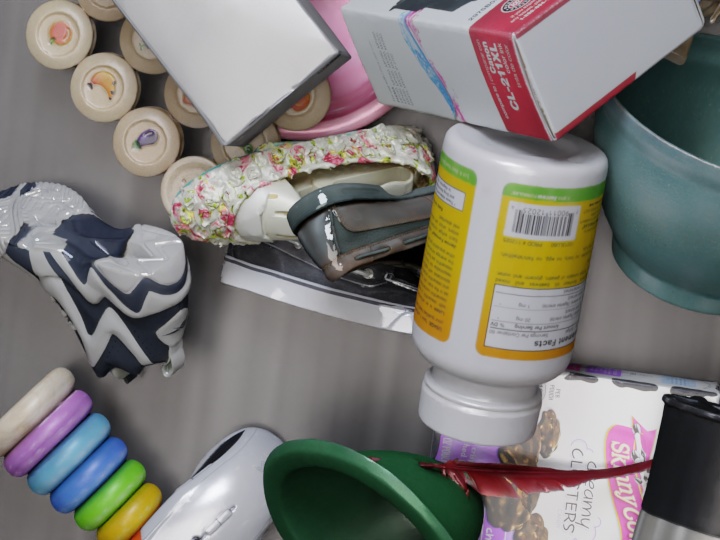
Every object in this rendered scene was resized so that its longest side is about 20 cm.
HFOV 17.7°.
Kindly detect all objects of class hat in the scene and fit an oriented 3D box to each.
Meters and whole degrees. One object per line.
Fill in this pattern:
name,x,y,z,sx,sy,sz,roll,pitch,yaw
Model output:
hat,0.059,0.142,1.602,0.200,0.166,0.176,44,55,1

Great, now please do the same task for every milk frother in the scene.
milk frother,0.275,0.198,1.511,0.179,0.200,0.189,13,93,-19

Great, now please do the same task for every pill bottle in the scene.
pill bottle,0.094,0.009,1.545,0.110,0.111,0.201,11,108,6

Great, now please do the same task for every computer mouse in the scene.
computer mouse,-0.117,0.188,1.647,0.110,0.044,0.200,46,66,-8

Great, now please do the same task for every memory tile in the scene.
memory tile,-0.130,-0.145,1.642,0.153,0.017,0.200,-42,88,7

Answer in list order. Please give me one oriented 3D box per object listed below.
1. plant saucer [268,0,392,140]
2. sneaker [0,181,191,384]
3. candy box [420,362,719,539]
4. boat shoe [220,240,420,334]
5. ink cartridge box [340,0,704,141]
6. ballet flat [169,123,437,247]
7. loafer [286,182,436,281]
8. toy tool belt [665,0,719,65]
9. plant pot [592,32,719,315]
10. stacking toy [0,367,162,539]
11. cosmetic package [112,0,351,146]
plant saucer,-0.039,-0.194,1.662,0.199,0.051,0.202,0,93,6
sneaker,-0.198,0.019,1.677,0.198,0.079,0.130,15,128,30
candy box,0.148,0.152,1.645,0.198,0.072,0.169,7,94,7
boat shoe,0.000,0.000,1.660,0.199,0.072,0.068,15,96,13
ink cartridge box,0.103,-0.169,1.541,0.146,0.200,0.083,-38,119,-22
ballet flat,-0.033,-0.056,1.620,0.199,0.064,0.076,-18,133,-18
loafer,0.033,-0.020,1.598,0.072,0.199,0.063,-40,63,39
toy tool belt,0.191,-0.248,1.586,0.123,0.125,0.200,-39,87,-16
plant pot,0.244,-0.055,1.578,0.199,0.201,0.135,18,121,6
stacking toy,-0.181,0.170,1.686,0.085,0.085,0.200,-42,92,7
cosmetic package,-0.107,-0.192,1.588,0.107,0.090,0.200,-36,91,7
